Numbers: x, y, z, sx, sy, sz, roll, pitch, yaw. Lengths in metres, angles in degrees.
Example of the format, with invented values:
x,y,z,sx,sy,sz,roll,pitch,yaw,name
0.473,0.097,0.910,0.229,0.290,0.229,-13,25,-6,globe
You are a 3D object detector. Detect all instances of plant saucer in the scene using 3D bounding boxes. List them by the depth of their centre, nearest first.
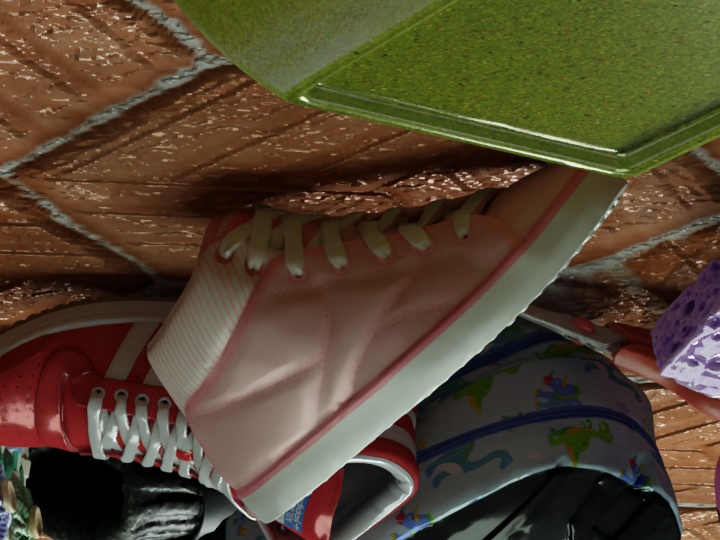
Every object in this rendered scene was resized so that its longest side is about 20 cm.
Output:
x,y,z,sx,sy,sz,roll,pitch,yaw,name
0.069,-0.082,0.872,0.199,0.048,0.200,11,158,-31,plant saucer

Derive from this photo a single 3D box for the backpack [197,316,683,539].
x,y,z,sx,sy,sz,roll,pitch,yaw,name
0.044,0.115,1.267,0.200,0.154,0.163,-27,134,33,backpack

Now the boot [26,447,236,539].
x,y,z,sx,sy,sz,roll,pitch,yaw,name
-0.050,0.101,1.379,0.158,0.080,0.211,17,156,-42,boot

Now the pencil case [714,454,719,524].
x,y,z,sx,sy,sz,roll,pitch,yaw,name
0.233,0.072,1.285,0.093,0.091,0.200,-14,166,-21,pencil case

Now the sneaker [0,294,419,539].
x,y,z,sx,sy,sz,roll,pitch,yaw,name
-0.071,0.071,1.193,0.199,0.113,0.071,-7,138,-5,sneaker

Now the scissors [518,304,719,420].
x,y,z,sx,sy,sz,roll,pitch,yaw,name
0.106,0.032,1.209,0.199,0.073,0.014,14,119,-32,scissors

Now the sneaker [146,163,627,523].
x,y,z,sx,sy,sz,roll,pitch,yaw,name
0.000,0.000,1.082,0.200,0.105,0.075,-40,-179,22,sneaker

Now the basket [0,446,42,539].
x,y,z,sx,sy,sz,roll,pitch,yaw,name
-0.223,0.136,1.270,0.139,0.201,0.176,15,168,12,basket

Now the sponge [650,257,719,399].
x,y,z,sx,sy,sz,roll,pitch,yaw,name
0.225,0.034,1.125,0.199,0.030,0.112,24,129,-23,sponge
